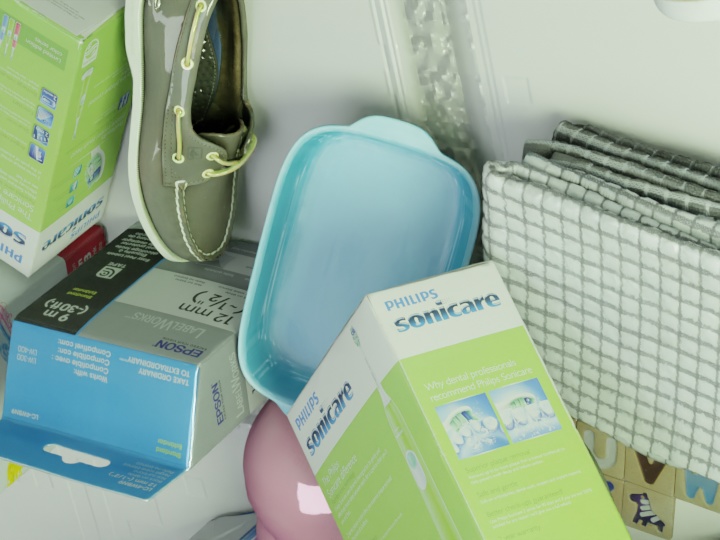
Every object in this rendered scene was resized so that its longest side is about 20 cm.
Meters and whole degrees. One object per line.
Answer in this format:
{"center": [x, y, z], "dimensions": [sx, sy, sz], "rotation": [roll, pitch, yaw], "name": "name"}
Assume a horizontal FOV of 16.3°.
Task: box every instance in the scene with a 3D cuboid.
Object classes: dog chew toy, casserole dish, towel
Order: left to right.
{"center": [-0.013, 0.155, 1.578], "dimensions": [0.124, 0.125, 0.200], "rotation": [26, 140, 20], "name": "dog chew toy"}
{"center": [0.000, 0.000, 1.473], "dimensions": [0.121, 0.039, 0.200], "rotation": [16, 111, 2], "name": "casserole dish"}
{"center": [0.165, 0.018, 1.368], "dimensions": [0.200, 0.086, 0.166], "rotation": [21, 134, 29], "name": "towel"}

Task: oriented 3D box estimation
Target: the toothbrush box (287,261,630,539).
{"center": [0.054, 0.121, 1.359], "dimensions": [0.200, 0.086, 0.146], "rotation": [63, 150, 20], "name": "toothbrush box"}

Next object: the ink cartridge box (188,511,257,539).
{"center": [-0.071, 0.280, 1.687], "dimensions": [0.076, 0.136, 0.200], "rotation": [-12, 111, 46], "name": "ink cartridge box"}

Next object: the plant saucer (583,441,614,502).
{"center": [0.114, 0.170, 1.455], "dimensions": [0.200, 0.031, 0.200], "rotation": [173, 90, -73], "name": "plant saucer"}

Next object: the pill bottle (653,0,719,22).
{"center": [0.164, -0.229, 1.190], "dimensions": [0.111, 0.111, 0.200], "rotation": [-4, 116, 38], "name": "pill bottle"}

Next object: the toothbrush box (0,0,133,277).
{"center": [-0.223, -0.120, 1.567], "dimensions": [0.145, 0.086, 0.200], "rotation": [32, 132, 15], "name": "toothbrush box"}

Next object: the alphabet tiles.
{"center": [0.144, 0.065, 1.476], "dimensions": [0.166, 0.006, 0.200], "rotation": [19, 128, 26], "name": "alphabet tiles"}

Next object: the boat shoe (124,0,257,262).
{"center": [-0.097, -0.090, 1.504], "dimensions": [0.060, 0.072, 0.202], "rotation": [17, 124, 33], "name": "boat shoe"}

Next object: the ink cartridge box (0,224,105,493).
{"center": [-0.279, 0.056, 1.645], "dimensions": [0.145, 0.200, 0.145], "rotation": [19, 129, 25], "name": "ink cartridge box"}

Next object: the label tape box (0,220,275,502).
{"center": [-0.132, 0.051, 1.533], "dimensions": [0.143, 0.200, 0.066], "rotation": [13, 123, 30], "name": "label tape box"}
